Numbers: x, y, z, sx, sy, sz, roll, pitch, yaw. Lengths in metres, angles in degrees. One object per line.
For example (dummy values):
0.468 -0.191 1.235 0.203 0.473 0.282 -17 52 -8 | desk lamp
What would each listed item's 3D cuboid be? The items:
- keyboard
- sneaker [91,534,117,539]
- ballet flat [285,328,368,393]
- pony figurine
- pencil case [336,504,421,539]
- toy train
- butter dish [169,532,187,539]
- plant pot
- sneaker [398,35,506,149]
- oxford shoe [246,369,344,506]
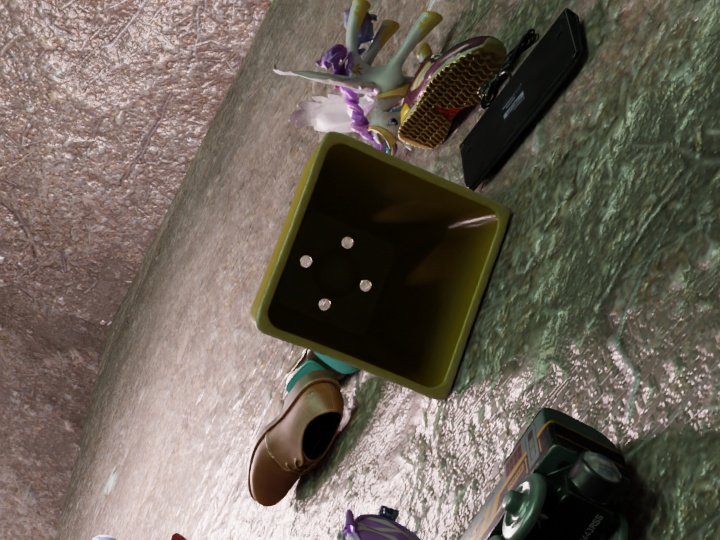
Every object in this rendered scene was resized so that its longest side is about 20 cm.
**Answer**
0.159 -0.181 1.110 0.200 0.021 0.127 -51 29 40 | keyboard
-0.524 0.614 2.088 0.200 0.080 0.115 -62 16 13 | sneaker
-0.028 0.093 1.285 0.072 0.068 0.200 -56 4 -36 | ballet flat
0.001 -0.249 1.427 0.167 0.192 0.201 57 -131 -70 | pony figurine
-0.014 0.302 0.923 0.201 0.085 0.084 -66 15 9 | pencil case
0.107 0.187 0.721 0.200 0.085 0.114 -62 6 23 | toy train
-0.115 0.379 1.057 0.200 0.147 0.201 71 -161 -48 | butter dish
0.000 0.000 1.091 0.200 0.195 0.195 172 120 -75 | plant pot
0.100 -0.223 1.245 0.200 0.075 0.090 -41 36 54 | sneaker
-0.077 0.210 1.264 0.200 0.071 0.071 -62 32 29 | oxford shoe
